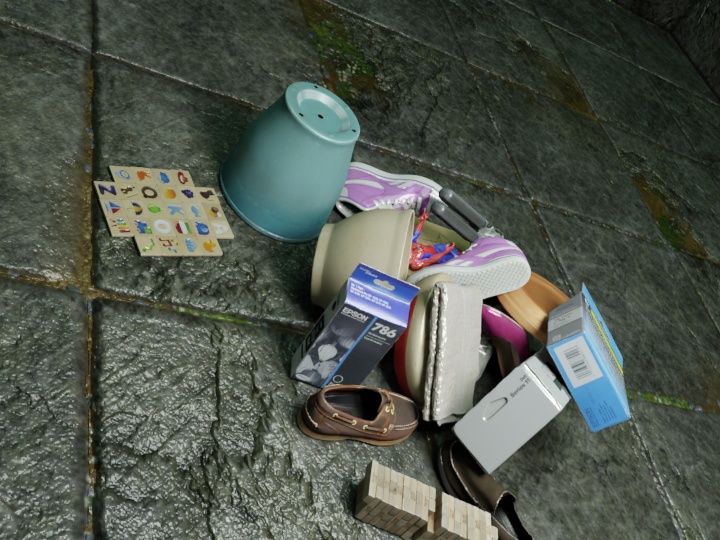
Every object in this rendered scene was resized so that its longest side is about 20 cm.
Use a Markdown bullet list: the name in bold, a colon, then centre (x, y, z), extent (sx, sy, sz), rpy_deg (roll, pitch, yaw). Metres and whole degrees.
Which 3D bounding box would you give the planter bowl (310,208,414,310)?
- **planter bowl**: centre (0.000, 0.000, 1.263), extent (0.131, 0.204, 0.202), rpy_deg (10, 37, 6)

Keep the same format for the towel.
- **towel**: centre (0.136, 0.119, 1.232), extent (0.132, 0.034, 0.206), rpy_deg (7, 87, -60)

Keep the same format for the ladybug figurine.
- **ladybug figurine**: centre (0.096, 0.103, 1.265), extent (0.135, 0.070, 0.205), rpy_deg (29, 68, -57)

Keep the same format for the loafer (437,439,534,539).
- **loafer**: centre (0.180, 0.313, 1.169), extent (0.072, 0.072, 0.202), rpy_deg (-9, 58, -45)

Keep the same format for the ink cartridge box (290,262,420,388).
- **ink cartridge box**: centre (-0.009, 0.085, 1.136), extent (0.098, 0.201, 0.040), rpy_deg (21, 35, -19)

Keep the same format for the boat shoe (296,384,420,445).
- **boat shoe**: centre (0.011, 0.192, 1.153), extent (0.197, 0.071, 0.071), rpy_deg (5, 46, -39)

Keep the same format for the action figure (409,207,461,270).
- **action figure**: centre (0.146, -0.045, 1.462), extent (0.196, 0.100, 0.066), rpy_deg (1, 49, -36)

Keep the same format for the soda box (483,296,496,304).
- **soda box**: centre (0.181, 0.028, 1.445), extent (0.196, 0.068, 0.065), rpy_deg (-7, 71, -37)

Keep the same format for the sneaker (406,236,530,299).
- **sneaker**: centre (0.164, 0.000, 1.357), extent (0.195, 0.074, 0.115), rpy_deg (-9, 29, 1)

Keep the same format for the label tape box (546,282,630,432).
- **label tape box**: centre (0.336, 0.124, 1.261), extent (0.146, 0.062, 0.200), rpy_deg (60, 20, -9)

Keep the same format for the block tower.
- **block tower**: centre (0.082, 0.316, 1.096), extent (0.197, 0.058, 0.055), rpy_deg (29, 37, -17)

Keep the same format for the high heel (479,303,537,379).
- **high heel**: centre (0.224, 0.137, 1.338), extent (0.067, 0.097, 0.200), rpy_deg (24, -17, 51)

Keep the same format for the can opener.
- **can opener**: centre (0.182, -0.080, 1.477), extent (0.199, 0.054, 0.066), rpy_deg (34, -4, -41)

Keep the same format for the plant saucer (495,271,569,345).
- **plant saucer**: centre (0.301, 0.061, 1.382), extent (0.198, 0.038, 0.201), rpy_deg (31, 23, -14)

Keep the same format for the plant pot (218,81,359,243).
- **plant pot**: centre (-0.098, -0.183, 1.351), extent (0.197, 0.189, 0.203), rpy_deg (23, 38, -20)

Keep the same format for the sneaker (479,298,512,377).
- **sneaker**: centre (0.203, 0.101, 1.394), extent (0.075, 0.092, 0.201), rpy_deg (38, 37, -1)

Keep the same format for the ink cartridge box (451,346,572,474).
- **ink cartridge box**: centre (0.227, 0.196, 1.221), extent (0.083, 0.147, 0.199), rpy_deg (49, 18, 14)

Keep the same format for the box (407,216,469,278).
- **box**: centre (0.141, -0.024, 1.532), extent (0.196, 0.021, 0.166), rpy_deg (18, 42, -26)

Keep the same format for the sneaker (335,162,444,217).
- **sneaker**: centre (0.051, -0.110, 1.471), extent (0.195, 0.074, 0.116), rpy_deg (12, 46, 4)

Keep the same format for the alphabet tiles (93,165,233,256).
- **alphabet tiles**: centre (-0.284, -0.087, 1.242), extent (0.197, 0.006, 0.168), rpy_deg (-1, 52, -41)
